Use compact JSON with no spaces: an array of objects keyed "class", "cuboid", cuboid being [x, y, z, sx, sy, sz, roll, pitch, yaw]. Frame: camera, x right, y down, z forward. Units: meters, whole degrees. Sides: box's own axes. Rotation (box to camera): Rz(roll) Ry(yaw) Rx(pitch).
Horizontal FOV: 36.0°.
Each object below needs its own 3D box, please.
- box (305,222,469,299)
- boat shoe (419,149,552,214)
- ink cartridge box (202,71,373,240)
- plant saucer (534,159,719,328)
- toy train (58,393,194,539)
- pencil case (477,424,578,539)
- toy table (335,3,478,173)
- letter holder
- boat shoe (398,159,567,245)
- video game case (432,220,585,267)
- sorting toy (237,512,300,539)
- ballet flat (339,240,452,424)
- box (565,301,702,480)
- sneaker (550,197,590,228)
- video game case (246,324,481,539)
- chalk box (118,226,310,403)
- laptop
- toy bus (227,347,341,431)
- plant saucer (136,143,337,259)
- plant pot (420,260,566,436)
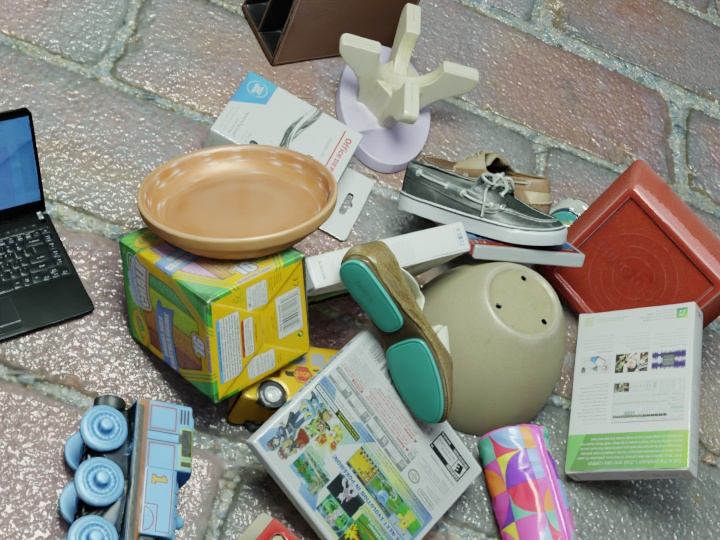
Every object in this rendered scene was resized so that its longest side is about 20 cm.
[{"class":"box","cuboid":[0.000,0.000,1.208,0.199,0.144,0.037,-13,82,-30]},{"class":"boat shoe","cuboid":[0.156,-0.113,1.361,0.200,0.072,0.076,26,24,35]},{"class":"ink cartridge box","cuboid":[-0.076,-0.136,1.322,0.199,0.067,0.116,29,51,-4]},{"class":"plant saucer","cuboid":[0.327,0.006,1.323,0.200,0.200,0.037,49,34,12]},{"class":"toy train","cuboid":[-0.216,0.211,1.026,0.114,0.087,0.201,13,54,-23]},{"class":"pencil case","cuboid":[0.188,0.260,1.171,0.088,0.088,0.201,-3,59,-25]},{"class":"toy table","cuboid":[0.044,-0.237,1.410,0.183,0.117,0.201,2,59,-22]},{"class":"letter holder","cuboid":[-0.031,-0.362,1.441,0.199,0.142,0.101,-15,66,-30]},{"class":"boat shoe","cuboid":[0.143,-0.081,1.268,0.199,0.068,0.074,18,19,19]},{"class":"video game case","cuboid":[0.160,-0.051,1.328,0.142,0.018,0.200,5,20,-21]},{"class":"sorting toy","cuboid":[-0.069,0.348,1.008,0.199,0.070,0.200,40,52,5]},{"class":"ballet flat","cuboid":[0.048,0.055,1.113,0.072,0.068,0.201,-42,105,-46]},{"class":"box","cuboid":[0.310,0.138,1.255,0.036,0.144,0.201,41,51,-44]},{"class":"sneaker","cuboid":[0.314,-0.005,1.420,0.200,0.078,0.080,37,71,8]},{"class":"video game case","cuboid":[0.009,0.188,1.116,0.182,0.022,0.200,-42,103,-27]},{"class":"chalk box","cuboid":[-0.162,0.017,1.127,0.124,0.125,0.200,-28,41,-35]},{"class":"laptop","cuboid":[-0.378,-0.038,1.103,0.177,0.103,0.200,-19,68,-31]},{"class":"toy bus","cuboid":[-0.037,0.127,1.168,0.199,0.065,0.079,8,56,-19]},{"class":"plant saucer","cuboid":[-0.122,-0.067,1.109,0.199,0.038,0.200,0,32,0]},{"class":"plant pot","cuboid":[0.153,0.068,1.248,0.199,0.135,0.201,11,56,-17]}]
